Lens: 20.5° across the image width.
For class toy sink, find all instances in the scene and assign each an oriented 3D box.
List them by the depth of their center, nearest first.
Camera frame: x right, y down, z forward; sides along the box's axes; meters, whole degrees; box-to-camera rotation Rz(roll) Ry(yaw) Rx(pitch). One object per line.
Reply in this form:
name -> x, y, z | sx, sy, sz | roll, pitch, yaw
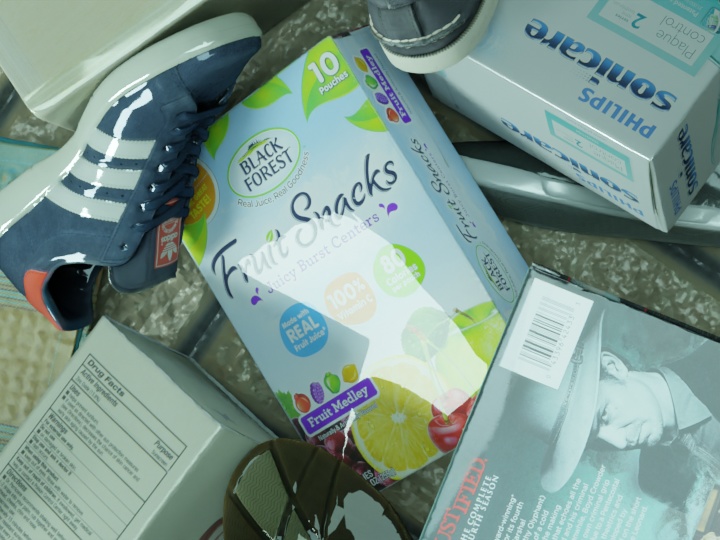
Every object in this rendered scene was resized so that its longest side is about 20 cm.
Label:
toy sink -> -0.094, -0.169, 0.990 | 0.200, 0.130, 0.112 | -35, 85, 5

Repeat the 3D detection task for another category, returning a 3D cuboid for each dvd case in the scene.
dvd case -> 0.136, 0.100, 0.818 | 0.200, 0.022, 0.146 | 21, 91, 5

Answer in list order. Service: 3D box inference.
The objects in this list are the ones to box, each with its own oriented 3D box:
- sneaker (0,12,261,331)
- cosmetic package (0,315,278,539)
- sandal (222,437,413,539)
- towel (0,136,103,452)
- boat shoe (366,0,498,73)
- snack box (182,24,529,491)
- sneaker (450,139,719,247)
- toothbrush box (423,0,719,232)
sneaker -> -0.103, -0.042, 0.970 | 0.200, 0.075, 0.085 | -41, 78, 35
cosmetic package -> -0.136, 0.138, 0.999 | 0.103, 0.087, 0.200 | 41, 95, 34
sandal -> 0.017, 0.160, 0.950 | 0.200, 0.055, 0.082 | 34, 80, 4
towel -> -0.214, 0.024, 1.056 | 0.147, 0.022, 0.200 | 13, 93, 7
boat shoe -> 0.044, -0.188, 0.913 | 0.073, 0.063, 0.200 | 2, 61, 28
snack box -> 0.000, 0.000, 0.990 | 0.142, 0.053, 0.200 | -33, 86, 33
sneaker -> 0.133, -0.070, 1.002 | 0.200, 0.071, 0.099 | 7, 82, 6
toothbrush box -> 0.139, -0.143, 0.948 | 0.146, 0.085, 0.200 | 34, 80, 25
